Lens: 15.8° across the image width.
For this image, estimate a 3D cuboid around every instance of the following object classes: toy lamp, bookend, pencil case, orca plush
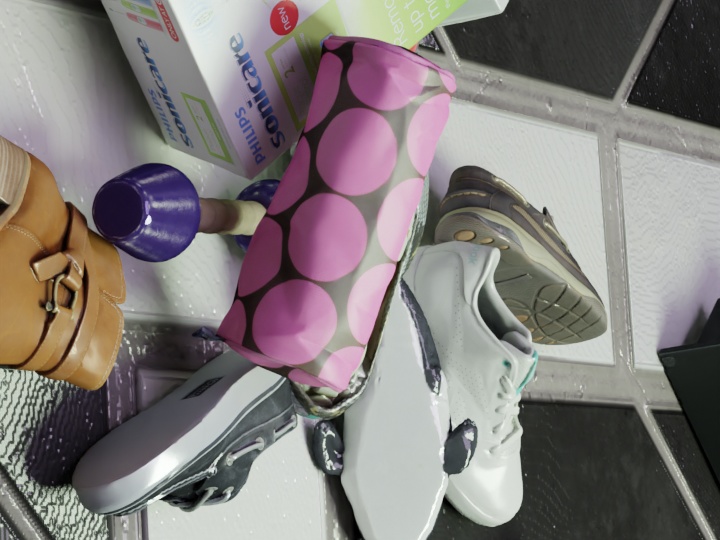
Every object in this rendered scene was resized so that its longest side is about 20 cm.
[{"bbox_3d":[-0.094,-0.031,1.497,0.200,0.058,0.058,6,77,-68],"label":"toy lamp"},{"bbox_3d":[0.348,0.083,2.123,0.200,0.092,0.199,62,37,-25],"label":"bookend"},{"bbox_3d":[-0.017,-0.036,1.485,0.091,0.094,0.200,22,91,-24],"label":"pencil case"},{"bbox_3d":[0.009,0.083,1.671,0.105,0.071,0.200,-20,97,-11],"label":"orca plush"}]

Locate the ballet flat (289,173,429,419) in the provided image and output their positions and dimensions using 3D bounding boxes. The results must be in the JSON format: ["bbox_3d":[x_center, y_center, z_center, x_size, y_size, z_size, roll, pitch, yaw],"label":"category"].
[{"bbox_3d":[0.000,0.000,1.576,0.072,0.072,0.201,2,108,-56],"label":"ballet flat"}]

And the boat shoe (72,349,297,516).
[{"bbox_3d":[-0.094,0.106,1.490,0.200,0.072,0.068,-40,114,-60],"label":"boat shoe"}]

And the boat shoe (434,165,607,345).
[{"bbox_3d":[0.120,-0.012,1.822,0.200,0.074,0.073,44,42,-51],"label":"boat shoe"}]

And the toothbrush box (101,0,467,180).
[{"bbox_3d":[-0.044,-0.175,1.525,0.200,0.086,0.146,-39,128,-23],"label":"toothbrush box"}]

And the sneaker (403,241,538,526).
[{"bbox_3d":[0.085,0.077,1.738,0.075,0.088,0.200,-36,113,-55],"label":"sneaker"}]

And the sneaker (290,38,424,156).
[{"bbox_3d":[-0.029,-0.102,1.644,0.093,0.070,0.200,24,75,-14],"label":"sneaker"}]

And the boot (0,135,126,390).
[{"bbox_3d":[-0.193,0.031,1.365,0.155,0.077,0.200,45,41,-47],"label":"boot"}]

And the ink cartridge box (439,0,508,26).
[{"bbox_3d":[0.069,-0.285,1.797,0.145,0.083,0.200,59,40,-30],"label":"ink cartridge box"}]
